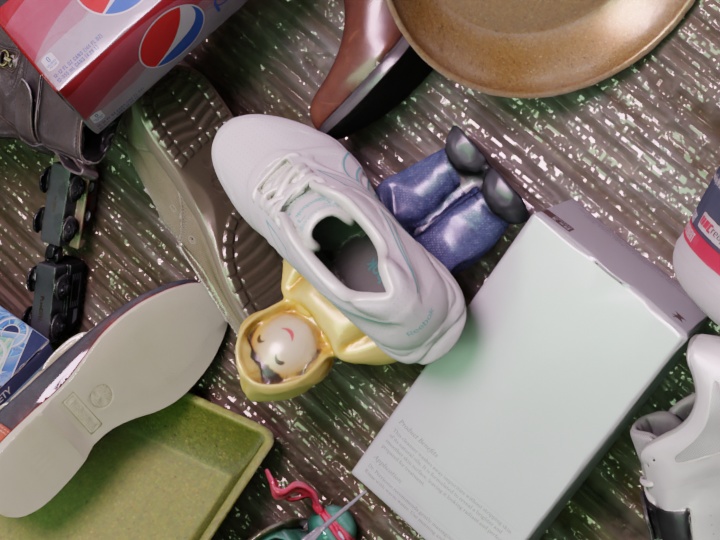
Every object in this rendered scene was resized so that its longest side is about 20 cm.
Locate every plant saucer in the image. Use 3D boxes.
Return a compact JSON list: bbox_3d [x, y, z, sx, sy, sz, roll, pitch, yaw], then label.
[{"bbox_3d":[0.101,-0.191,0.867,0.198,0.036,0.202,-8,125,-11],"label":"plant saucer"},{"bbox_3d":[-0.181,0.158,1.037,0.198,0.200,0.048,21,150,24],"label":"plant saucer"}]

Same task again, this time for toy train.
[{"bbox_3d":[-0.192,-0.050,1.067,0.034,0.046,0.202,15,105,20],"label":"toy train"}]

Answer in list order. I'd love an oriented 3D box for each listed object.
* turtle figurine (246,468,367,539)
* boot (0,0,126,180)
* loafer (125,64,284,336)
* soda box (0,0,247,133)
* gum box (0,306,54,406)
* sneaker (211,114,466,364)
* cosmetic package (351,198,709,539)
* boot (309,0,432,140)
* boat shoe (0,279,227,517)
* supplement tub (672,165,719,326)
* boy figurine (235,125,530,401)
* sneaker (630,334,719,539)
[{"bbox_3d":[-0.054,0.213,1.013,0.200,0.150,0.101,-42,36,3],"label":"turtle figurine"},{"bbox_3d":[-0.197,-0.157,1.004,0.173,0.069,0.202,4,84,39],"label":"boot"},{"bbox_3d":[-0.083,-0.033,1.007,0.201,0.075,0.068,62,154,-6],"label":"loafer"},{"bbox_3d":[-0.103,-0.174,0.903,0.200,0.063,0.070,-42,69,-3],"label":"soda box"},{"bbox_3d":[-0.326,0.069,1.069,0.199,0.170,0.045,30,152,28],"label":"gum box"},{"bbox_3d":[-0.021,-0.033,0.888,0.071,0.080,0.200,-48,57,2],"label":"sneaker"},{"bbox_3d":[0.098,0.071,0.933,0.113,0.081,0.201,41,110,13],"label":"cosmetic package"},{"bbox_3d":[-0.026,-0.203,0.956,0.200,0.068,0.189,40,112,15],"label":"boot"},{"bbox_3d":[-0.171,0.074,1.027,0.071,0.200,0.062,55,161,-27],"label":"boat shoe"},{"bbox_3d":[0.260,-0.052,0.807,0.140,0.140,0.201,32,109,17],"label":"supplement tub"},{"bbox_3d":[0.000,0.000,0.948,0.199,0.064,0.125,-38,80,3],"label":"boy figurine"},{"bbox_3d":[0.187,0.120,0.891,0.088,0.074,0.202,24,119,19],"label":"sneaker"}]
